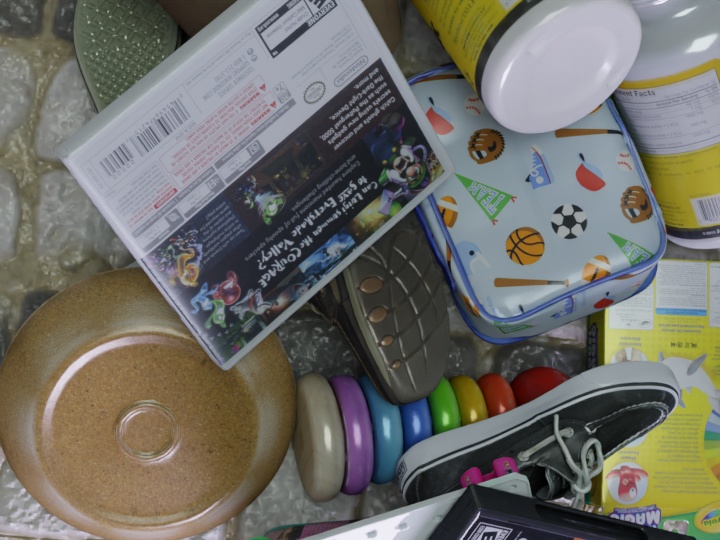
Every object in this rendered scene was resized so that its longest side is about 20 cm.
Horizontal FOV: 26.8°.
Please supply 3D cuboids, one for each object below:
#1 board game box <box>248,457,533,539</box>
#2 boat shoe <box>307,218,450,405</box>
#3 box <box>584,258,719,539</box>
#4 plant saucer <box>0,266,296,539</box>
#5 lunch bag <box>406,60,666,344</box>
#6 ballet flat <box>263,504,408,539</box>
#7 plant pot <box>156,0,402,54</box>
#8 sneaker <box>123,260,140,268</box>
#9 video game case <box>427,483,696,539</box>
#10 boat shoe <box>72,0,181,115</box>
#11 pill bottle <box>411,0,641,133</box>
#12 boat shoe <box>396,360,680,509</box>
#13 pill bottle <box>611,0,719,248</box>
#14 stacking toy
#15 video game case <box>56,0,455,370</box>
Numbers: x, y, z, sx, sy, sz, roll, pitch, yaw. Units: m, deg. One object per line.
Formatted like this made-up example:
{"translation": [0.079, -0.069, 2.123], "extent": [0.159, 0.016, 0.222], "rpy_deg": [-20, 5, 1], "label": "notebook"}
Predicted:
{"translation": [0.022, 0.215, 0.970], "extent": [0.198, 0.026, 0.201], "rpy_deg": [-17, 131, -2], "label": "board game box"}
{"translation": [0.000, 0.000, 1.019], "extent": [0.074, 0.073, 0.202], "rpy_deg": [-6, 68, -34], "label": "boat shoe"}
{"translation": [0.219, 0.094, 1.068], "extent": [0.116, 0.048, 0.202], "rpy_deg": [3, 84, -8], "label": "box"}
{"translation": [-0.139, 0.098, 0.983], "extent": [0.198, 0.035, 0.202], "rpy_deg": [-3, 111, -6], "label": "plant saucer"}
{"translation": [0.107, -0.060, 1.029], "extent": [0.159, 0.076, 0.202], "rpy_deg": [-22, 73, -1], "label": "lunch bag"}
{"translation": [0.028, 0.193, 1.019], "extent": [0.198, 0.070, 0.072], "rpy_deg": [-11, 45, -7], "label": "ballet flat"}
{"translation": [-0.055, -0.204, 0.979], "extent": [0.200, 0.200, 0.175], "rpy_deg": [-36, 120, -8], "label": "plant pot"}
{"translation": [-0.132, 0.016, 1.010], "extent": [0.073, 0.071, 0.200], "rpy_deg": [42, 82, -3], "label": "sneaker"}
{"translation": [0.095, 0.228, 0.968], "extent": [0.179, 0.026, 0.201], "rpy_deg": [17, 121, -27], "label": "video game case"}
{"translation": [-0.150, -0.121, 1.023], "extent": [0.074, 0.062, 0.202], "rpy_deg": [-11, 73, -6], "label": "boat shoe"}
{"translation": [0.088, -0.194, 0.985], "extent": [0.110, 0.112, 0.201], "rpy_deg": [-24, 56, -8], "label": "pill bottle"}
{"translation": [0.124, 0.121, 0.982], "extent": [0.197, 0.074, 0.068], "rpy_deg": [-16, 47, -11], "label": "boat shoe"}
{"translation": [0.226, -0.125, 1.018], "extent": [0.111, 0.112, 0.201], "rpy_deg": [-28, 113, -9], "label": "pill bottle"}
{"translation": [0.056, 0.104, 1.035], "extent": [0.198, 0.085, 0.086], "rpy_deg": [-5, 87, -15], "label": "stacking toy"}
{"translation": [-0.056, -0.066, 0.914], "extent": [0.200, 0.023, 0.182], "rpy_deg": [-41, 125, -11], "label": "video game case"}
